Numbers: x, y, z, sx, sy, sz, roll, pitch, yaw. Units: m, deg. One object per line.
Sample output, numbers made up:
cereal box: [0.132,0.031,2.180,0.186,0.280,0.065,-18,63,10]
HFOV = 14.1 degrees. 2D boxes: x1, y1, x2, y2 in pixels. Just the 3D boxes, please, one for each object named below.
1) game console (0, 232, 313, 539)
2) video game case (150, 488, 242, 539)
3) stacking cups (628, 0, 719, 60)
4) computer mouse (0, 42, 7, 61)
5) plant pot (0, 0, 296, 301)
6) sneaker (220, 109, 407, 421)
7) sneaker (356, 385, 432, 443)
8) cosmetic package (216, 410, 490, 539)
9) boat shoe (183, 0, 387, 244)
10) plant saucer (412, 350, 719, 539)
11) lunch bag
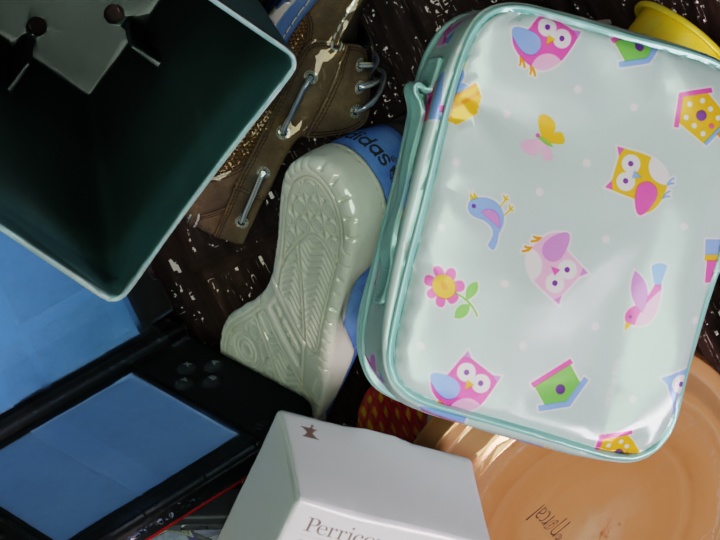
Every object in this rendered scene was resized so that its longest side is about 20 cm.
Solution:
game console: [-0.149,0.046,1.394,0.199,0.172,0.119,-31,128,-32]
video game case: [-0.113,0.192,1.467,0.180,0.026,0.201,-2,127,17]
stacking cups: [0.100,-0.035,1.406,0.060,0.060,0.200,38,80,-5]
computer mouse: [-0.233,-0.129,1.457,0.059,0.034,0.200,-38,97,12]
plant pot: [-0.135,-0.110,1.362,0.141,0.200,0.142,34,103,-18]
sneaker: [0.001,0.001,1.449,0.077,0.111,0.201,42,139,25]
sneaker: [0.076,0.030,1.462,0.200,0.077,0.073,-45,60,-1]
cosmetic package: [-0.026,0.173,1.374,0.101,0.071,0.201,15,120,-18]
boat shoe: [-0.026,-0.099,1.436,0.072,0.072,0.200,36,112,-9]
plant saucer: [0.106,0.121,1.440,0.199,0.032,0.201,-12,122,-20]
lunch bag: [0.085,-0.022,1.342,0.159,0.077,0.201,14,88,-9]
